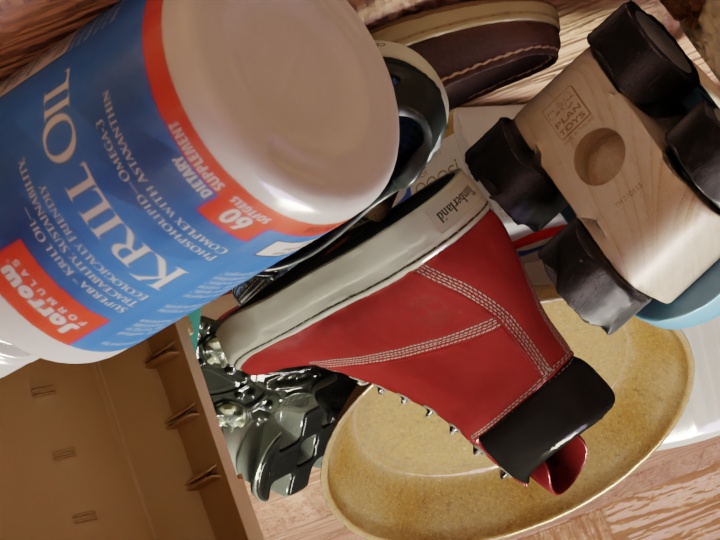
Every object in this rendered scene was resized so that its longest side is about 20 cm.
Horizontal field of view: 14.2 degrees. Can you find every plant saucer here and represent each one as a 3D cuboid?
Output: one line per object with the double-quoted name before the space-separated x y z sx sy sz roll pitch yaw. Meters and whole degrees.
"plant saucer" 0.070 0.068 1.459 0.200 0.035 0.200 -14 142 -11

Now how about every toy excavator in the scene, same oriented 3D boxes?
"toy excavator" 0.136 -0.047 1.289 0.100 0.195 0.200 -43 144 16

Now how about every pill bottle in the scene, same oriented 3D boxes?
"pill bottle" -0.091 -0.032 1.072 0.200 0.113 0.112 -31 165 37

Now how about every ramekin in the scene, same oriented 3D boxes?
"ramekin" 0.161 0.024 1.587 0.200 0.098 0.201 -14 -164 4

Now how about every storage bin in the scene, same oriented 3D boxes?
"storage bin" -0.138 0.075 1.253 0.198 0.200 0.094 -11 166 -39

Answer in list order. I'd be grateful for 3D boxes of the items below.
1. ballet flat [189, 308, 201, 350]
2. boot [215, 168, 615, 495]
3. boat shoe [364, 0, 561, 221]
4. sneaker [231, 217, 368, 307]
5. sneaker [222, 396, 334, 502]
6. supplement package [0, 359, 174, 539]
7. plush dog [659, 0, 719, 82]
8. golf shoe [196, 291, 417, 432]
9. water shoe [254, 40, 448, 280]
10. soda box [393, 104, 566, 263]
"ballet flat" -0.117 0.090 1.455 0.072 0.201 0.072 3 -162 -1
"boot" 0.024 0.049 1.272 0.072 0.144 0.200 -41 -171 -33
"boat shoe" -0.002 -0.054 1.221 0.200 0.072 0.072 -21 168 -2
"sneaker" 0.000 0.000 1.437 0.077 0.085 0.200 -30 166 38
"sneaker" -0.019 0.059 1.598 0.200 0.088 0.074 -17 131 -48
"supplement package" -0.195 0.091 1.341 0.200 0.156 0.111 -10 164 -40
"plush dog" 0.224 -0.126 1.213 0.172 0.161 0.200 -37 -166 8
"golf shoe" -0.052 0.035 1.511 0.199 0.088 0.077 2 129 5
"water shoe" -0.057 -0.026 1.152 0.200 0.072 0.079 -32 -164 17
"soda box" 0.095 -0.044 1.453 0.068 0.064 0.200 -30 166 38
